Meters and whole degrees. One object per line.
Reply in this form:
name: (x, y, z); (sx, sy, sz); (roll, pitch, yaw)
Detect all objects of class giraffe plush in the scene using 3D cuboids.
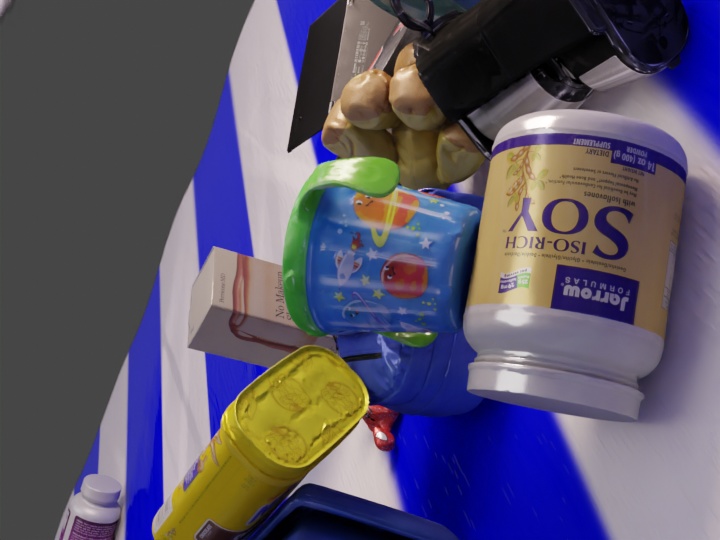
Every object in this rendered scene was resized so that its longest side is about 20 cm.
giraffe plush: (0.078, -0.167, 1.030); (0.172, 0.200, 0.163); (-3, 53, 38)

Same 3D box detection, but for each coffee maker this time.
coffee maker: (0.139, -0.206, 0.844); (0.200, 0.192, 0.135); (-31, 32, 57)

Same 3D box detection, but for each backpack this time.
backpack: (0.041, 0.035, 0.962); (0.162, 0.167, 0.201); (159, 117, -69)

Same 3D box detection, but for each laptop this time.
laptop: (0.007, -0.247, 1.281); (0.116, 0.199, 0.188); (65, -147, -73)

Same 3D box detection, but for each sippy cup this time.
sippy cup: (0.026, -0.008, 0.790); (0.178, 0.130, 0.140); (7, -88, -69)

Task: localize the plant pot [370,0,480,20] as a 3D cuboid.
plant pot: (0.088, -0.345, 1.004); (0.189, 0.199, 0.200); (-67, 22, -2)

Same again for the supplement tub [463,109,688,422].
supplement tub: (0.153, 0.000, 0.739); (0.145, 0.145, 0.201); (-12, 65, 65)

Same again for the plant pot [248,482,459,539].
plant pot: (-0.021, 0.313, 0.900); (0.200, 0.199, 0.180); (-53, 24, 44)

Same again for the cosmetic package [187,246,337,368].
cosmetic package: (-0.101, 0.056, 1.233); (0.087, 0.199, 0.104); (-55, 29, 40)

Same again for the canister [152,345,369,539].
canister: (-0.094, 0.175, 0.919); (0.148, 0.087, 0.200); (-35, -14, -51)

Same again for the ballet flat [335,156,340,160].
ballet flat: (0.003, -0.155, 1.313); (0.072, 0.067, 0.201); (144, 140, -87)

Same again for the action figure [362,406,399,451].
action figure: (0.000, 0.112, 1.130); (0.066, 0.051, 0.201); (-54, 46, 38)

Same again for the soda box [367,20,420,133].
soda box: (0.050, -0.226, 1.151); (0.201, 0.063, 0.071); (-60, 18, -20)

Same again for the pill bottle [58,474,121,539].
pill bottle: (-0.579, 0.545, 2.177); (0.201, 0.112, 0.112); (-71, 23, 10)
